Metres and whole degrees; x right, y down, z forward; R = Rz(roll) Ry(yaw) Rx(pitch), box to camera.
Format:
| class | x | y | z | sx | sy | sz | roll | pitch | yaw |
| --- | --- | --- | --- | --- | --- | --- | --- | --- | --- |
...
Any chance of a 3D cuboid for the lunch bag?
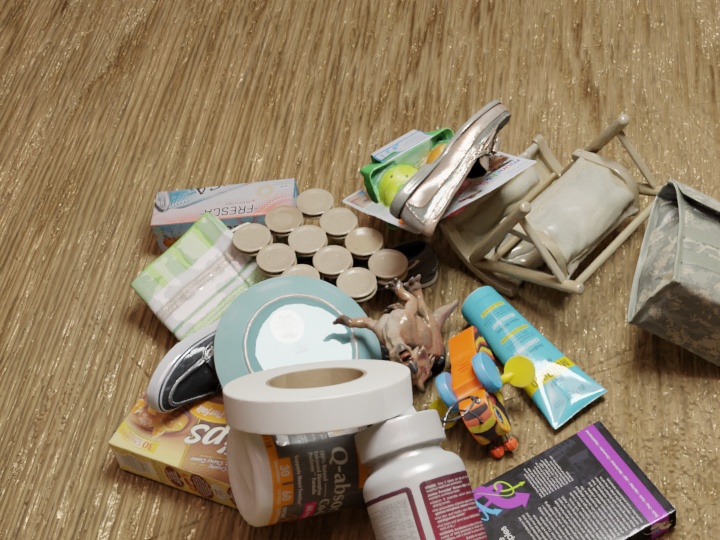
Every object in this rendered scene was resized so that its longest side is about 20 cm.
| class | x | y | z | sx | sy | sz | roll | pitch | yaw |
| --- | --- | --- | --- | --- | --- | --- | --- | --- | --- |
| lunch bag | 0.408 | -0.006 | 1.488 | 0.163 | 0.118 | 0.201 | 26 | 49 | -9 |

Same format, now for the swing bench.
| class | x | y | z | sx | sy | sz | roll | pitch | yaw |
| --- | --- | --- | --- | --- | --- | --- | --- | --- | --- |
| swing bench | 0.239 | -0.074 | 1.607 | 0.199 | 0.130 | 0.200 | -42 | 14 | -23 |

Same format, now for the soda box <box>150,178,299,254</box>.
| class | x | y | z | sx | sy | sz | roll | pitch | yaw |
| --- | --- | --- | --- | --- | --- | --- | --- | --- | --- |
| soda box | -0.179 | -0.072 | 1.769 | 0.198 | 0.064 | 0.069 | -5 | 46 | 9 |

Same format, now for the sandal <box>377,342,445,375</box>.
| class | x | y | z | sx | sy | sz | roll | pitch | yaw |
| --- | --- | --- | --- | --- | --- | --- | --- | --- | --- |
| sandal | 0.004 | 0.117 | 1.563 | 0.198 | 0.048 | 0.076 | -2 | 48 | -6 |

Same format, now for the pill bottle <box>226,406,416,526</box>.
| class | x | y | z | sx | sy | sz | roll | pitch | yaw |
| --- | --- | --- | --- | --- | --- | --- | --- | --- | --- |
| pill bottle | -0.036 | 0.201 | 1.410 | 0.198 | 0.117 | 0.117 | -8 | 42 | -22 |

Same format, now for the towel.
| class | x | y | z | sx | sy | sz | roll | pitch | yaw |
| --- | --- | --- | --- | --- | --- | --- | --- | --- | --- |
| towel | -0.179 | 0.032 | 1.643 | 0.149 | 0.031 | 0.200 | -43 | 68 | -12 |

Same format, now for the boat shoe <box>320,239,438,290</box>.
| class | x | y | z | sx | sy | sz | roll | pitch | yaw |
| --- | --- | --- | --- | --- | --- | --- | --- | --- | --- |
| boat shoe | 0.000 | 0.000 | 1.660 | 0.198 | 0.057 | 0.067 | -12 | 45 | 3 |

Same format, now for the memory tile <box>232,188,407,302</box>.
| class | x | y | z | sx | sy | sz | roll | pitch | yaw |
| --- | --- | --- | --- | --- | --- | --- | --- | --- | --- |
| memory tile | -0.050 | -0.022 | 1.631 | 0.153 | 0.017 | 0.200 | -32 | 52 | -24 |

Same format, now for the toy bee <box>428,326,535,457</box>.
| class | x | y | z | sx | sy | sz | roll | pitch | yaw |
| --- | --- | --- | --- | --- | --- | --- | --- | --- | --- |
| toy bee | 0.131 | 0.154 | 1.470 | 0.130 | 0.109 | 0.200 | -22 | 22 | 38 |

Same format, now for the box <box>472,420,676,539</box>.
| class | x | y | z | sx | sy | sz | roll | pitch | yaw |
| --- | --- | --- | --- | --- | --- | --- | --- | --- | --- |
| box | 0.210 | 0.258 | 1.380 | 0.199 | 0.036 | 0.143 | -25 | 46 | -12 |

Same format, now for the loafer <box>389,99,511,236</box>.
| class | x | y | z | sx | sy | sz | roll | pitch | yaw |
| --- | --- | --- | --- | --- | --- | --- | --- | --- | --- |
| loafer | 0.118 | -0.117 | 1.537 | 0.063 | 0.072 | 0.200 | 40 | 69 | 14 |

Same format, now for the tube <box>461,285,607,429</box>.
| class | x | y | z | sx | sy | sz | roll | pitch | yaw |
| --- | --- | --- | --- | --- | --- | --- | --- | --- | --- |
| tube | 0.195 | 0.099 | 1.532 | 0.077 | 0.051 | 0.200 | -35 | 54 | -10 |

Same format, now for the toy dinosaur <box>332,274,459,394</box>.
| class | x | y | z | sx | sy | sz | roll | pitch | yaw |
| --- | --- | --- | --- | --- | --- | --- | --- | --- | --- |
| toy dinosaur | 0.061 | 0.086 | 1.504 | 0.086 | 0.199 | 0.136 | -43 | 70 | 28 |

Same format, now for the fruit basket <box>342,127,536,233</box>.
| class | x | y | z | sx | sy | sz | roll | pitch | yaw |
| --- | --- | --- | --- | --- | --- | --- | --- | --- | --- |
| fruit basket | 0.092 | -0.115 | 1.631 | 0.184 | 0.094 | 0.200 | -31 | 20 | -18 |

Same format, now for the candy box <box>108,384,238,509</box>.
| class | x | y | z | sx | sy | sz | roll | pitch | yaw |
| --- | --- | --- | --- | --- | --- | --- | --- | --- | --- |
| candy box | -0.178 | 0.198 | 1.517 | 0.199 | 0.056 | 0.116 | 14 | 52 | 25 |

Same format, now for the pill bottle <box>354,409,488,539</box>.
| class | x | y | z | sx | sy | sz | roll | pitch | yaw |
| --- | --- | --- | --- | --- | --- | --- | --- | --- | --- |
| pill bottle | 0.065 | 0.249 | 1.315 | 0.109 | 0.110 | 0.202 | -17 | 77 | -2 |

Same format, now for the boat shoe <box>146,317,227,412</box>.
| class | x | y | z | sx | sy | sz | roll | pitch | yaw |
| --- | --- | --- | --- | --- | --- | --- | --- | --- | --- |
| boat shoe | -0.160 | 0.107 | 1.525 | 0.067 | 0.072 | 0.200 | 26 | 44 | 33 |

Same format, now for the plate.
| class | x | y | z | sx | sy | sz | roll | pitch | yaw |
| --- | --- | --- | --- | --- | --- | --- | --- | --- | --- |
| plate | -0.070 | 0.094 | 1.505 | 0.198 | 0.026 | 0.202 | 5 | 65 | -12 |

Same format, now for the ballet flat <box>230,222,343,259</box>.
| class | x | y | z | sx | sy | sz | roll | pitch | yaw |
| --- | --- | --- | --- | --- | --- | --- | --- | --- | --- |
| ballet flat | -0.124 | -0.035 | 1.710 | 0.198 | 0.071 | 0.071 | -13 | 45 | 4 |

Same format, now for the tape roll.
| class | x | y | z | sx | sy | sz | roll | pitch | yaw |
| --- | --- | --- | --- | --- | --- | --- | --- | --- | --- |
| tape roll | -0.044 | 0.129 | 1.361 | 0.201 | 0.037 | 0.203 | -6 | 7 | 1 |
